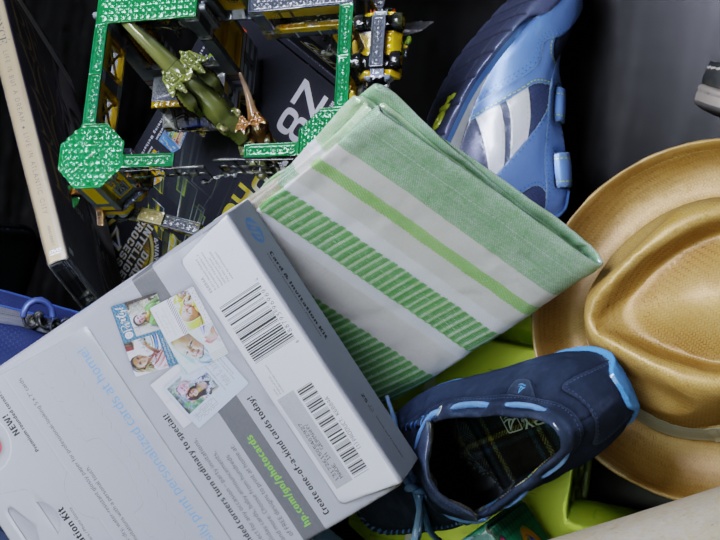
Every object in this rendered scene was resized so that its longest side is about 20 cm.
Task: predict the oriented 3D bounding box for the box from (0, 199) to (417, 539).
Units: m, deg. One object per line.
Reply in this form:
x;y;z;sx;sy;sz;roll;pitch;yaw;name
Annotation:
-0.095;0.084;1.025;0.199;0.041;0.156;-33;93;19;box

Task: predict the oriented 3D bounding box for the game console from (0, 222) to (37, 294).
-0.316;0.041;1.253;0.175;0.200;0.117;-13;81;30;game console

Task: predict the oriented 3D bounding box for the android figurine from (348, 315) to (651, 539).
0.065;0.098;1.119;0.199;0.041;0.184;7;92;28;android figurine

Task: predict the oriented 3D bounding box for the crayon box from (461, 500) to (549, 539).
0.088;0.237;1.067;0.119;0.058;0.201;-38;83;26;crayon box

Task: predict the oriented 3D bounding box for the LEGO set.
-0.058;-0.084;1.100;0.198;0.116;0.155;-10;68;13;LEGO set

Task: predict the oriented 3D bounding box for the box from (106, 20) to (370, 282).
-0.064;-0.034;1.196;0.161;0.049;0.201;40;107;24;box

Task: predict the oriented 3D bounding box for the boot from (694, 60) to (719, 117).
0.268;-0.130;0.989;0.198;0.073;0.152;8;93;25;boot

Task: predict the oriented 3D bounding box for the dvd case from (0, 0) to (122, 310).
-0.169;-0.063;1.152;0.016;0.149;0.201;-19;65;2;dvd case

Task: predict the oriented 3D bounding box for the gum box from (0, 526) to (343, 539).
-0.129;0.171;1.100;0.170;0.045;0.200;39;111;4;gum box

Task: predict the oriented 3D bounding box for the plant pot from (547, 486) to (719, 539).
0.150;0.184;0.940;0.182;0.200;0.202;-10;83;3;plant pot

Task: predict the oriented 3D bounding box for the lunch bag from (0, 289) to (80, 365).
-0.209;0.105;1.197;0.135;0.133;0.201;17;118;-12;lunch bag

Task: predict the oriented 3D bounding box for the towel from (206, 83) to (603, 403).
0.000;0.000;1.041;0.200;0.152;0.024;-37;28;39;towel

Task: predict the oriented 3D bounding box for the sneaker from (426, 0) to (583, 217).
0.077;-0.067;1.100;0.082;0.074;0.201;28;82;-12;sneaker

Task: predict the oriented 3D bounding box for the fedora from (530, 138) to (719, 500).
0.176;0.019;1.014;0.199;0.082;0.202;-3;79;18;fedora

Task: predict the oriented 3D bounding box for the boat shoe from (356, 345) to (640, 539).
0.049;0.088;1.035;0.084;0.068;0.200;54;136;4;boat shoe
